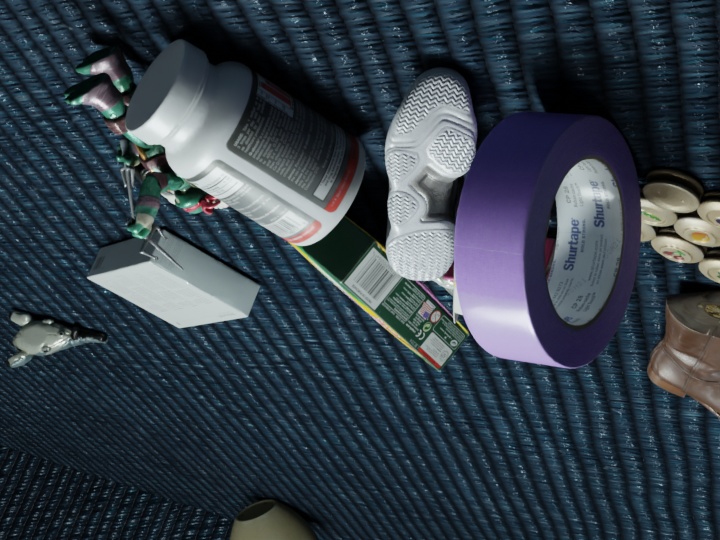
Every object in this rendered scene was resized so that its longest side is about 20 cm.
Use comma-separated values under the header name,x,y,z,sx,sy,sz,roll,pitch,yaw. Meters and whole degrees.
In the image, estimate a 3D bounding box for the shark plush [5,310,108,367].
name,x,y,z,sx,sy,sz,roll,pitch,yaw
shark plush,-0.491,0.100,2.523,0.199,0.092,0.083,-17,163,29

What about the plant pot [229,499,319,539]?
name,x,y,z,sx,sy,sz,roll,pitch,yaw
plant pot,-0.192,0.554,3.218,0.200,0.200,0.135,-5,112,51

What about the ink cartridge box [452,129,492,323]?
name,x,y,z,sx,sy,sz,roll,pitch,yaw
ink cartridge box,0.129,-0.025,1.400,0.067,0.118,0.200,16,160,9

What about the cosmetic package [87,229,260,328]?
name,x,y,z,sx,sy,sz,roll,pitch,yaw
cosmetic package,-0.241,0.014,1.993,0.150,0.052,0.200,33,158,-26

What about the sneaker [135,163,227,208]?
name,x,y,z,sx,sy,sz,roll,pitch,yaw
sneaker,-0.175,-0.110,1.558,0.087,0.074,0.199,25,166,-29

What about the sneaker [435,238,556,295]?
name,x,y,z,sx,sy,sz,roll,pitch,yaw
sneaker,0.158,0.014,1.526,0.199,0.074,0.087,12,159,39

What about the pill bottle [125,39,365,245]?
name,x,y,z,sx,sy,sz,roll,pitch,yaw
pill bottle,-0.103,-0.116,1.404,0.199,0.117,0.116,32,158,-26

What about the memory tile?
name,x,y,z,sx,sy,sz,roll,pitch,yaw
memory tile,0.319,-0.024,1.359,0.199,0.017,0.153,24,160,-6

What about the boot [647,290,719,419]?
name,x,y,z,sx,sy,sz,roll,pitch,yaw
boot,0.380,0.089,1.541,0.185,0.065,0.200,16,156,8

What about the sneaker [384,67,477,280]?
name,x,y,z,sx,sy,sz,roll,pitch,yaw
sneaker,0.057,-0.100,1.343,0.075,0.114,0.201,6,124,0

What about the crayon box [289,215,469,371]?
name,x,y,z,sx,sy,sz,roll,pitch,yaw
crayon box,0.000,0.000,1.598,0.172,0.058,0.200,38,176,44

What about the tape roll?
name,x,y,z,sx,sy,sz,roll,pitch,yaw
tape roll,0.154,-0.025,1.249,0.065,0.201,0.200,8,157,35

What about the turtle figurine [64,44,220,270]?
name,x,y,z,sx,sy,sz,roll,pitch,yaw
turtle figurine,-0.201,-0.108,1.472,0.201,0.100,0.150,60,180,-27
